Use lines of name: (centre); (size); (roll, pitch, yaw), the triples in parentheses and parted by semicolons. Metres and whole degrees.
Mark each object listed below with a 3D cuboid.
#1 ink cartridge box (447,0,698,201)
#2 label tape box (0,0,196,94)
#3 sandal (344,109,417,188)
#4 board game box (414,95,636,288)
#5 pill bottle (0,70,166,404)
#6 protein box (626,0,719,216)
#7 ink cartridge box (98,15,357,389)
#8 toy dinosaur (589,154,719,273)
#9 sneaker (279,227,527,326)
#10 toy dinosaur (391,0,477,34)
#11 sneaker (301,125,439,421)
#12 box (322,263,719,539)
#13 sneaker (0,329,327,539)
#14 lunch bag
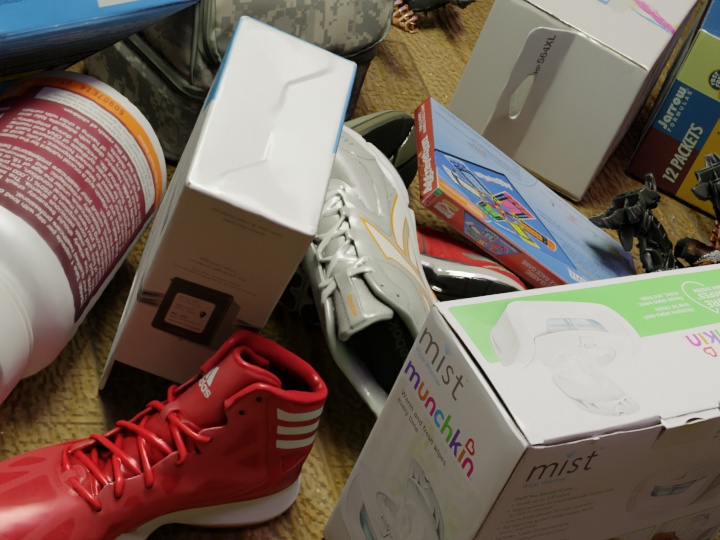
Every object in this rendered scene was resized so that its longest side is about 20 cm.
ink cartridge box: (0.161, -0.159, 1.141); (0.124, 0.129, 0.200); (29, 38, 8)
label tape box: (-0.210, -0.149, 0.871); (0.143, 0.199, 0.064); (-20, 95, -41)
sandal: (-0.040, -0.065, 0.979); (0.057, 0.081, 0.200); (26, 27, 35)
board game box: (0.115, -0.027, 0.984); (0.199, 0.019, 0.103); (35, 30, -25)
pill bottle: (-0.189, -0.014, 0.795); (0.113, 0.115, 0.201); (24, 37, 1)
protein box: (0.346, -0.132, 1.198); (0.197, 0.136, 0.200); (28, 37, 6)
ink cartridge box: (-0.073, -0.018, 0.778); (0.066, 0.200, 0.117); (20, 52, -10)
toy dinosaur: (0.227, 0.004, 1.006); (0.200, 0.101, 0.137); (-82, 147, -74)
sneaker: (0.016, -0.001, 0.937); (0.198, 0.078, 0.085); (24, 20, -9)
toy dinosaur: (0.022, -0.244, 1.222); (0.134, 0.103, 0.202); (-11, 59, -5)
sneaker: (0.000, 0.000, 0.835); (0.201, 0.075, 0.092); (60, 16, 4)
box: (0.107, 0.099, 0.762); (0.198, 0.178, 0.097); (-7, 46, -32)
sneaker: (-0.105, 0.079, 0.725); (0.199, 0.116, 0.078); (-12, 49, -38)
lunch bag: (-0.077, -0.185, 1.015); (0.199, 0.169, 0.139); (-18, 52, -40)
